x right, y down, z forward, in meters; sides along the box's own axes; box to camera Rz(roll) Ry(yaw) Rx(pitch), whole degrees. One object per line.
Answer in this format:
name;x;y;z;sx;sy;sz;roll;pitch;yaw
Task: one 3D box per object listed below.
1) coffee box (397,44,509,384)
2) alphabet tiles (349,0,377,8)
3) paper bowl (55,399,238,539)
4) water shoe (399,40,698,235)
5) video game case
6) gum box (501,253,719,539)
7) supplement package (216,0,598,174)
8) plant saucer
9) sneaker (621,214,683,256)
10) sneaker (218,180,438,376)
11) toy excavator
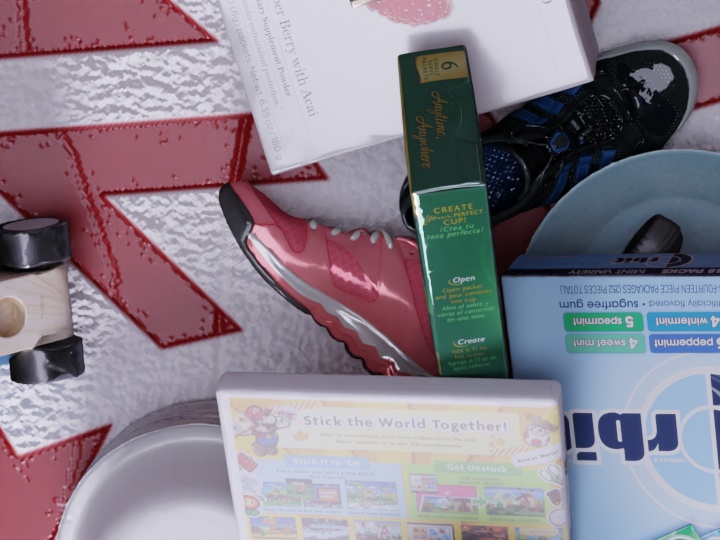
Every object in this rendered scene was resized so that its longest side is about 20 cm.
coffee box;0.055;-0.015;1.602;0.044;0.123;0.201;-7;135;3
alphabet tiles;0.037;-0.225;1.616;0.166;0.200;0.008;-15;130;10
paper bowl;-0.096;0.190;1.768;0.200;0.104;0.202;2;104;8
water shoe;0.116;-0.069;1.693;0.199;0.079;0.072;-29;98;12
video game case;0.024;0.139;1.637;0.199;0.023;0.183;1;124;12
gum box;0.177;0.090;1.629;0.169;0.045;0.201;-1;108;21
supplement package;0.030;-0.150;1.664;0.199;0.120;0.122;-16;101;10
plant saucer;0.193;0.018;1.720;0.200;0.039;0.202;0;107;1
sneaker;0.171;0.071;1.683;0.104;0.060;0.200;30;113;2
sneaker;0.000;0.000;1.739;0.200;0.074;0.087;41;91;-8
toy excavator;-0.296;0.027;1.760;0.194;0.200;0.100;-15;104;-35
